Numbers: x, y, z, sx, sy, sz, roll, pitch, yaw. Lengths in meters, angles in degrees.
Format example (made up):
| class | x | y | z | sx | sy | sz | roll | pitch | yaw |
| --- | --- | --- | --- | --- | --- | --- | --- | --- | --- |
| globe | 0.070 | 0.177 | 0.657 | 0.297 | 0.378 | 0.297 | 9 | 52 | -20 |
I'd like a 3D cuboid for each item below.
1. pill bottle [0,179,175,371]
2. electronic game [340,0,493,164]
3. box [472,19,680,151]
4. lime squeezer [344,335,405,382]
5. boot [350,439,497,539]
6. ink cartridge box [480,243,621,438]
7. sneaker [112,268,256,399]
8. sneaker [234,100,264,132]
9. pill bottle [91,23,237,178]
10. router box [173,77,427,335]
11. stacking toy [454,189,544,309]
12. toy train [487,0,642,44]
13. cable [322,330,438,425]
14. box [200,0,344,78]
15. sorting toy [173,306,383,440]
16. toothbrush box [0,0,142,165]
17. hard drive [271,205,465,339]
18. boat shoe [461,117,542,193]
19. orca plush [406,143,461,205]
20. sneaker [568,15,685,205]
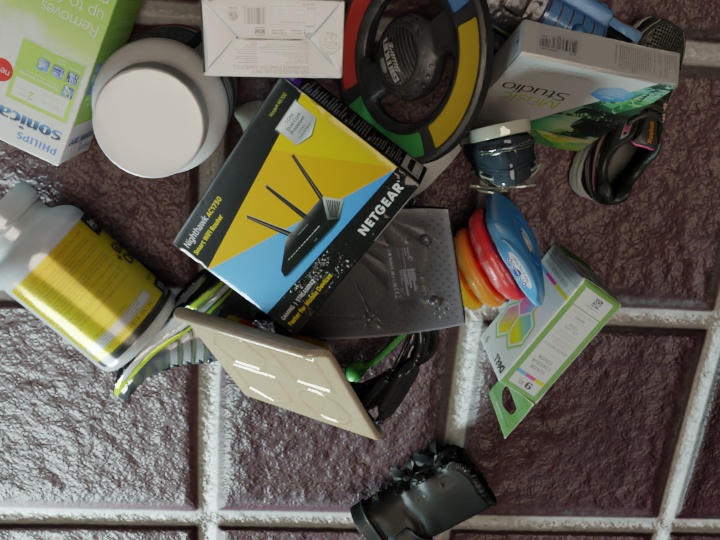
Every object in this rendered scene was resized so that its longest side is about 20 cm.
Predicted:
| class | x | y | z | sx | sy | sz | roll | pitch | yaw |
| --- | --- | --- | --- | --- | --- | --- | --- | --- | --- |
| pill bottle | -0.300 | 0.004 | 0.834 | 0.112 | 0.112 | 0.200 | -41 | 110 | 12 |
| electronic game | 0.045 | -0.199 | 0.748 | 0.041 | 0.200 | 0.201 | -11 | 118 | -39 |
| box | 0.185 | -0.168 | 0.762 | 0.143 | 0.200 | 0.037 | 10 | 82 | -8 |
| lime squeezer | -0.025 | 0.112 | 0.948 | 0.199 | 0.038 | 0.071 | -13 | 82 | 2 |
| boot | 0.099 | 0.322 | 1.021 | 0.162 | 0.073 | 0.199 | -34 | 110 | 6 |
| ink cartridge box | 0.194 | 0.078 | 0.908 | 0.059 | 0.104 | 0.200 | 31 | 107 | -15 |
| sneaker | -0.199 | 0.084 | 0.899 | 0.200 | 0.074 | 0.081 | -40 | 114 | 14 |
| sneaker | -0.094 | -0.086 | 0.846 | 0.091 | 0.076 | 0.201 | 12 | 116 | 14 |
| pill bottle | -0.178 | -0.155 | 0.731 | 0.119 | 0.200 | 0.120 | -1 | 112 | -4 |
| router box | -0.058 | -0.058 | 0.729 | 0.149 | 0.051 | 0.200 | 37 | 118 | -5 |
| stacking toy | 0.096 | 0.010 | 0.887 | 0.199 | 0.110 | 0.116 | -26 | 112 | 22 |
| toy train | 0.180 | -0.241 | 0.770 | 0.199 | 0.114 | 0.087 | 26 | 108 | -14 |
| cable | 0.003 | 0.062 | 0.884 | 0.163 | 0.051 | 0.201 | 35 | 115 | 20 |
| box | -0.076 | -0.220 | 0.714 | 0.116 | 0.200 | 0.060 | -1 | 114 | -6 |
| sorting toy | -0.079 | 0.104 | 0.839 | 0.184 | 0.037 | 0.200 | 13 | 152 | 30 |
| toothbrush box | -0.303 | -0.224 | 0.749 | 0.145 | 0.086 | 0.201 | 26 | 109 | -7 |
| hard drive | 0.000 | 0.000 | 0.797 | 0.199 | 0.042 | 0.136 | -6 | 113 | 15 |
| boat shoe | 0.139 | -0.107 | 0.775 | 0.074 | 0.200 | 0.062 | -10 | 94 | 3 |
| orca plush | 0.011 | -0.093 | 0.860 | 0.200 | 0.071 | 0.105 | -46 | 153 | 18 |
| sneaker | 0.290 | -0.156 | 0.829 | 0.080 | 0.086 | 0.201 | 10 | 110 | -10 |
